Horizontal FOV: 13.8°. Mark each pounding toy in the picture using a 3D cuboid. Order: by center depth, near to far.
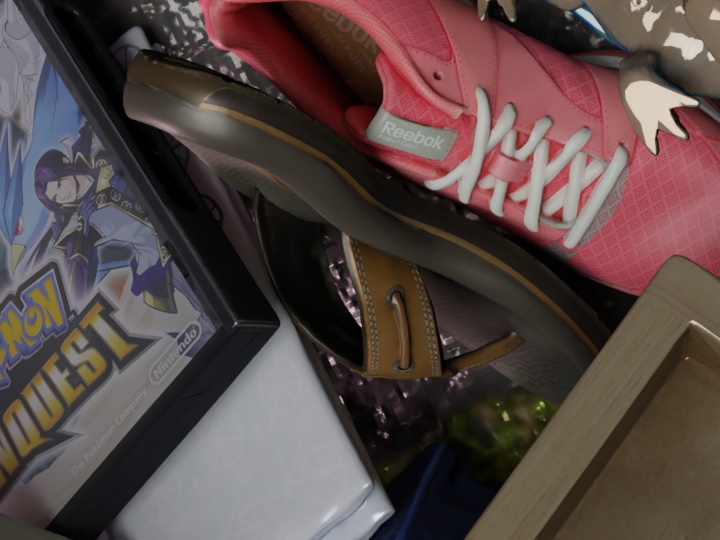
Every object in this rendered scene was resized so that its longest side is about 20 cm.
[{"bbox_3d":[0.114,0.141,0.827,0.200,0.142,0.184,35,79,13],"label":"pounding toy"}]

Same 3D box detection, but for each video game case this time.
[{"bbox_3d":[-0.132,0.015,0.977,0.200,0.025,0.181,-49,59,28],"label":"video game case"}]

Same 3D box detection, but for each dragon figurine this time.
[{"bbox_3d":[0.082,-0.089,0.874,0.200,0.099,0.059,39,110,10],"label":"dragon figurine"}]

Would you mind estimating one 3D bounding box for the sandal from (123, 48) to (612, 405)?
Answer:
[{"bbox_3d":[0.000,0.000,0.901,0.082,0.200,0.055,18,78,48],"label":"sandal"}]

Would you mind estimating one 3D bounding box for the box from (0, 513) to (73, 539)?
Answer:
[{"bbox_3d":[-0.125,0.175,0.864,0.128,0.200,0.109,23,123,-37],"label":"box"}]

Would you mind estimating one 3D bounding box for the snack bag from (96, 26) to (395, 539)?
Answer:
[{"bbox_3d":[-0.099,0.052,0.980,0.200,0.021,0.189,-39,65,26],"label":"snack bag"}]

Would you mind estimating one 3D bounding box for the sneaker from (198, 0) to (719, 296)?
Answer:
[{"bbox_3d":[0.034,-0.041,0.907,0.200,0.087,0.074,31,118,7],"label":"sneaker"}]

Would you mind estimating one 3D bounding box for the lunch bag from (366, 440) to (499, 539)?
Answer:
[{"bbox_3d":[0.009,0.173,0.957,0.132,0.136,0.200,41,112,-2],"label":"lunch bag"}]
